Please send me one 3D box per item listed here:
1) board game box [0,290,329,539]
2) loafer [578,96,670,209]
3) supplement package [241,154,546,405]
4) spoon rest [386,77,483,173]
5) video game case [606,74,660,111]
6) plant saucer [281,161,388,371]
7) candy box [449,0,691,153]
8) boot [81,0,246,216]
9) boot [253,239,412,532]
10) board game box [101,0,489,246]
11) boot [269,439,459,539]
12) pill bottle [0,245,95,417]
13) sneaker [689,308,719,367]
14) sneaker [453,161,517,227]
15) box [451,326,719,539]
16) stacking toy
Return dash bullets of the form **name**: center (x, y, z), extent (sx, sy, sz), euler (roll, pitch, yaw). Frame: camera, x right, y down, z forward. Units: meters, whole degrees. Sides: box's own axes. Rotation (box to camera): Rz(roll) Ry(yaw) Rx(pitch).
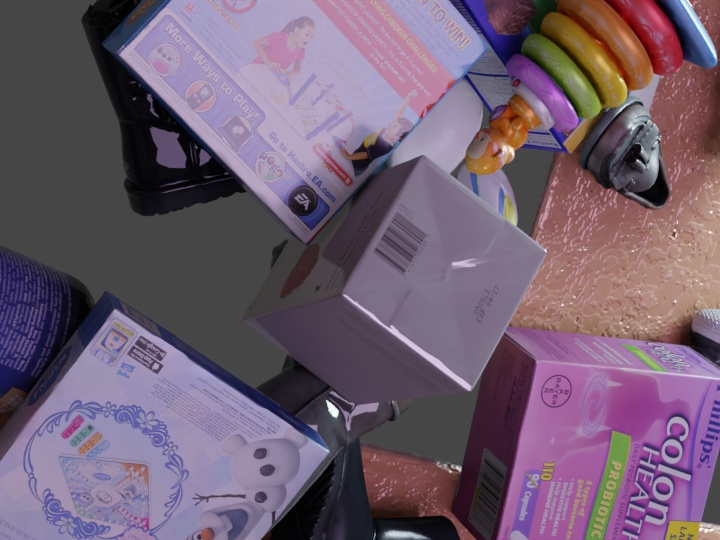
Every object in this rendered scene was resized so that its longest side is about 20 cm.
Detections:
- **board game box**: center (-0.159, 0.149, 1.431), extent (0.199, 0.043, 0.200), euler (36, 96, -24)
- **loafer**: center (0.225, -0.091, 1.634), extent (0.072, 0.063, 0.200), euler (-50, 168, 3)
- **supplement package**: center (0.019, 0.012, 1.454), extent (0.119, 0.200, 0.122), euler (36, 71, -16)
- **spoon rest**: center (0.040, -0.131, 1.546), extent (0.099, 0.061, 0.200), euler (-48, 141, -6)
- **video game case**: center (0.179, -0.227, 1.642), extent (0.198, 0.036, 0.183), euler (13, 99, -33)
- **plant saucer**: center (0.000, 0.000, 1.633), extent (0.069, 0.019, 0.202), euler (15, 100, -33)
- **candy box**: center (0.141, -0.218, 1.547), extent (0.169, 0.077, 0.200), euler (-51, 125, -17)
- **boot**: center (-0.098, -0.146, 1.486), extent (0.198, 0.076, 0.170), euler (-18, 119, -17)
- **boot**: center (-0.077, 0.097, 1.548), extent (0.199, 0.073, 0.183), euler (-34, 84, -18)
- **board game box**: center (-0.044, -0.159, 1.418), extent (0.196, 0.056, 0.200), euler (-46, 114, -4)
- **boot**: center (0.009, 0.209, 1.673), extent (0.167, 0.076, 0.202), euler (5, 96, -39)
- **pill bottle**: center (-0.260, 0.042, 1.440), extent (0.199, 0.112, 0.113), euler (26, 94, -34)
- **sneaker**: center (0.370, 0.112, 1.857), extent (0.199, 0.075, 0.115), euler (19, 98, -28)
- **sneaker**: center (0.063, 0.009, 1.626), extent (0.104, 0.075, 0.202), euler (-8, 113, -45)
- **box**: center (0.200, 0.154, 1.740), extent (0.198, 0.097, 0.178), euler (7, 104, -23)
- **stacking toy**: center (0.150, -0.143, 1.476), extent (0.200, 0.116, 0.110), euler (-42, 116, -4)
